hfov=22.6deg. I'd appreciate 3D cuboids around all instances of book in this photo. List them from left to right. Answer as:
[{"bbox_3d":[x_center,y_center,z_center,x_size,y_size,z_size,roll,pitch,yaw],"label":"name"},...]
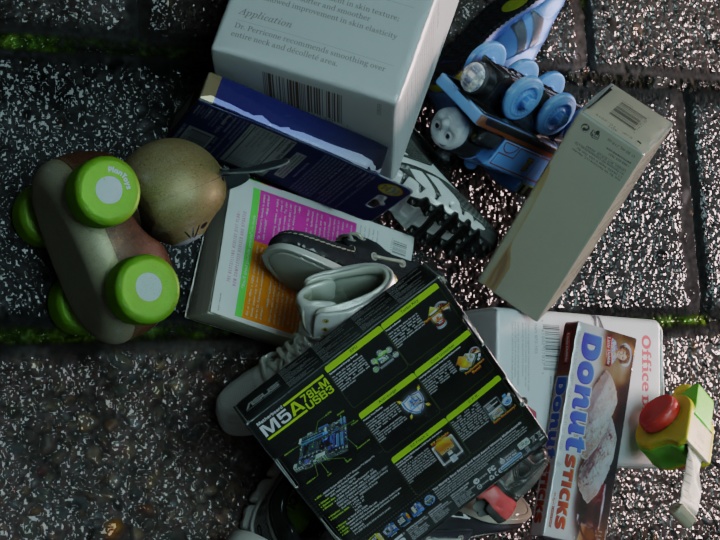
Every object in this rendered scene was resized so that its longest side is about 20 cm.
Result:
[{"bbox_3d":[-0.048,0.004,1.614,0.200,0.048,0.134,20,73,-30],"label":"book"}]

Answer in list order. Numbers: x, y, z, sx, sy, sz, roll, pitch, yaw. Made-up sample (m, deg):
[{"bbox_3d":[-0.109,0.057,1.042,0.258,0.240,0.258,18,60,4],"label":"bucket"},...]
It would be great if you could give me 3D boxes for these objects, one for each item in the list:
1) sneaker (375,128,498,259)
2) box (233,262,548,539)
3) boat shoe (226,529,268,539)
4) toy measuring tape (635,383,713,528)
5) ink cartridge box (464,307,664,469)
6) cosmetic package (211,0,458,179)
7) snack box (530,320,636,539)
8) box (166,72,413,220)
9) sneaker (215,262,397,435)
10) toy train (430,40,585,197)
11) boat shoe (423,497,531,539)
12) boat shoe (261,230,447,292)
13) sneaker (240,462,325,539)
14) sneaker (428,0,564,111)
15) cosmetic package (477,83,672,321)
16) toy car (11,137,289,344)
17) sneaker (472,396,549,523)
[{"bbox_3d":[0.049,-0.088,1.658,0.200,0.066,0.091,30,56,-10],"label":"sneaker"},{"bbox_3d":[0.028,0.127,1.493,0.200,0.048,0.193,-38,113,-4],"label":"box"},{"bbox_3d":[-0.062,0.319,1.543,0.200,0.075,0.093,48,57,-17],"label":"boat shoe"},{"bbox_3d":[0.285,0.174,1.659,0.074,0.074,0.200,47,33,-17],"label":"toy measuring tape"},{"bbox_3d":[0.187,0.115,1.717,0.200,0.083,0.145,5,81,-31],"label":"ink cartridge box"},{"bbox_3d":[-0.015,-0.217,1.557,0.167,0.166,0.200,18,71,7],"label":"cosmetic package"},{"bbox_3d":[0.206,0.152,1.661,0.072,0.024,0.200,16,78,-28],"label":"snack box"},{"bbox_3d":[-0.058,-0.103,1.552,0.200,0.121,0.032,23,71,-13],"label":"box"},{"bbox_3d":[-0.049,0.059,1.529,0.200,0.074,0.116,-26,133,4],"label":"sneaker"},{"bbox_3d":[0.143,-0.135,1.675,0.200,0.087,0.114,15,116,-51],"label":"toy train"},{"bbox_3d":[0.068,0.223,1.659,0.200,0.073,0.063,8,122,-35],"label":"boat shoe"},{"bbox_3d":[0.000,0.000,1.581,0.200,0.074,0.060,24,67,-32],"label":"boat shoe"},{"bbox_3d":[-0.030,0.164,1.565,0.074,0.087,0.200,34,76,-27],"label":"sneaker"},{"bbox_3d":[0.140,-0.209,1.749,0.200,0.066,0.078,-46,119,-27],"label":"sneaker"},{"bbox_3d":[0.195,-0.062,1.644,0.071,0.200,0.105,35,30,9],"label":"cosmetic package"},{"bbox_3d":[-0.157,-0.043,1.477,0.200,0.164,0.158,-25,97,-29],"label":"toy car"},{"bbox_3d":[0.092,0.122,1.598,0.098,0.071,0.200,-39,85,2],"label":"sneaker"}]
